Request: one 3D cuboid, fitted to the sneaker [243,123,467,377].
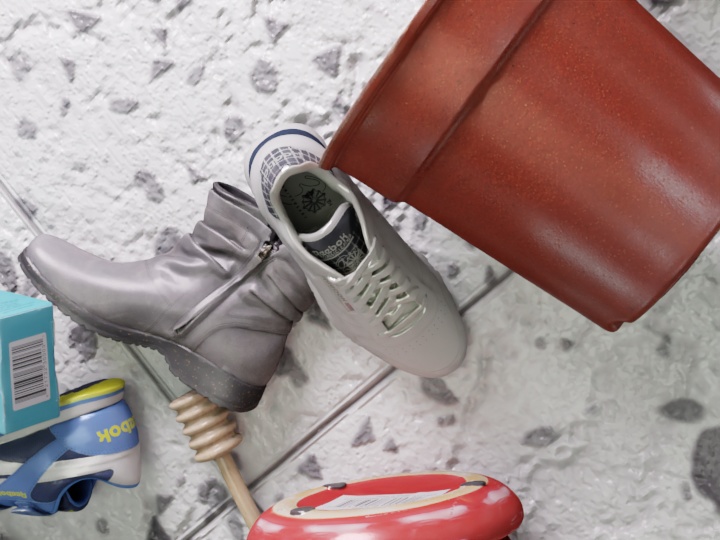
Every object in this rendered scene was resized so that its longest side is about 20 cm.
[{"bbox_3d":[0.000,0.000,0.873,0.076,0.081,0.200,-42,110,1],"label":"sneaker"}]

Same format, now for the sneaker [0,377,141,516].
[{"bbox_3d":[-0.244,0.147,1.013,0.199,0.074,0.083,-23,95,22],"label":"sneaker"}]

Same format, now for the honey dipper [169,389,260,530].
[{"bbox_3d":[-0.074,0.175,0.983,0.038,0.038,0.201,-25,95,21],"label":"honey dipper"}]

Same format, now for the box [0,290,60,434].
[{"bbox_3d":[-0.294,0.051,0.985,0.199,0.049,0.083,10,107,38],"label":"box"}]

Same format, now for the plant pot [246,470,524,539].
[{"bbox_3d":[0.027,0.227,0.879,0.199,0.200,0.184,-7,89,19],"label":"plant pot"}]

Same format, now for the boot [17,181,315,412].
[{"bbox_3d":[-0.122,-0.007,0.953,0.199,0.070,0.132,29,105,-1],"label":"boot"}]

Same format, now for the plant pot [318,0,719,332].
[{"bbox_3d":[0.112,-0.082,0.797,0.195,0.201,0.201,37,110,-1],"label":"plant pot"}]
